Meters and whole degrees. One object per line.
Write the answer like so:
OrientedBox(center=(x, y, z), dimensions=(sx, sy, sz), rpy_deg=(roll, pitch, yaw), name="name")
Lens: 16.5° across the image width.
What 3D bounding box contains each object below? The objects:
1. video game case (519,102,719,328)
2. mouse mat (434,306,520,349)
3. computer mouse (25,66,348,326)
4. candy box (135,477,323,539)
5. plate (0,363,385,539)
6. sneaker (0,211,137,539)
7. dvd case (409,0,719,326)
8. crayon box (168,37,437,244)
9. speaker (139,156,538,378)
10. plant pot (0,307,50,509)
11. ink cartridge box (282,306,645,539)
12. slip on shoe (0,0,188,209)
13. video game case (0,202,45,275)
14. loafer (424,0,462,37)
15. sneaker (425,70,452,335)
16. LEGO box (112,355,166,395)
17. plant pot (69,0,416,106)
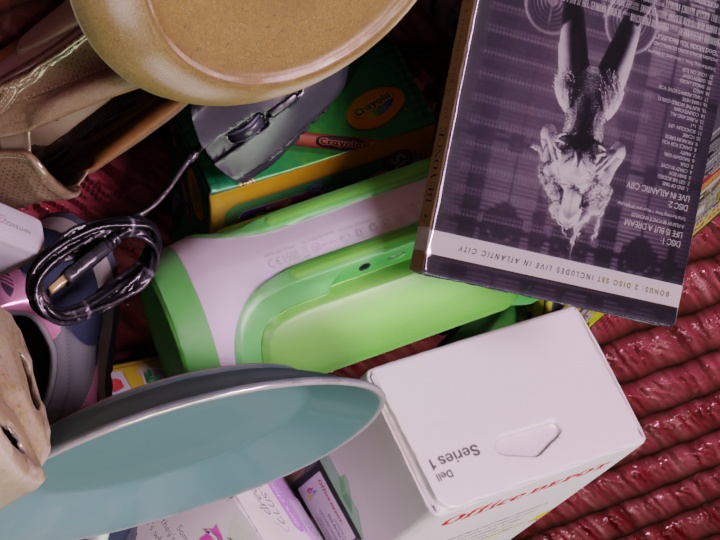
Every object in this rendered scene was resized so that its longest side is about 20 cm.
OrientedBox(center=(0.164, -0.042, 1.329), dimensions=(0.200, 0.026, 0.181), rpy_deg=(-41, 165, -9), name="video game case")
OrientedBox(center=(0.109, 0.003, 1.379), dimensions=(0.161, 0.008, 0.200), rpy_deg=(-44, 166, 3), name="mouse mat")
OrientedBox(center=(-0.073, -0.047, 1.121), dimensions=(0.200, 0.034, 0.059), rpy_deg=(-48, 124, -19), name="computer mouse")
OrientedBox(center=(-0.100, 0.199, 1.259), dimensions=(0.200, 0.168, 0.071), rpy_deg=(-42, 153, 16), name="candy box")
OrientedBox(center=(-0.086, 0.078, 1.118), dimensions=(0.199, 0.026, 0.200), rpy_deg=(-17, 165, -5), name="plate")
OrientedBox(center=(-0.156, 0.077, 1.184), dimensions=(0.082, 0.070, 0.201), rpy_deg=(-37, 130, -51), name="sneaker")
OrientedBox(center=(0.104, -0.084, 1.146), dimensions=(0.148, 0.201, 0.016), rpy_deg=(11, 179, -32), name="dvd case")
OrientedBox(center=(-0.032, -0.021, 1.258), dimensions=(0.118, 0.058, 0.200), rpy_deg=(-18, 150, -15), name="crayon box")
OrientedBox(center=(0.000, 0.000, 1.172), dimensions=(0.199, 0.089, 0.089), rpy_deg=(-19, 150, -13), name="speaker")
OrientedBox(center=(-0.231, 0.059, 0.995), dimensions=(0.183, 0.201, 0.201), rpy_deg=(-23, 151, 5), name="plant pot")
OrientedBox(center=(0.032, 0.110, 1.311), dimensions=(0.144, 0.084, 0.200), rpy_deg=(-16, 162, -35), name="ink cartridge box")
OrientedBox(center=(-0.148, -0.056, 1.105), dimensions=(0.199, 0.061, 0.076), rpy_deg=(-34, 150, 12), name="slip on shoe")
OrientedBox(center=(-0.269, -0.004, 1.076), dimensions=(0.199, 0.024, 0.182), rpy_deg=(-22, 154, 26), name="video game case")
OrientedBox(center=(0.130, -0.139, 1.196), dimensions=(0.199, 0.063, 0.072), rpy_deg=(-14, 149, -22), name="loafer")
OrientedBox(center=(0.074, -0.054, 1.295), dimensions=(0.082, 0.078, 0.200), rpy_deg=(-30, 158, -32), name="sneaker")
OrientedBox(center=(-0.160, 0.128, 1.351), dimensions=(0.199, 0.077, 0.149), rpy_deg=(-11, 146, -38), name="LEGO box")
OrientedBox(center=(-0.029, -0.150, 1.021), dimensions=(0.199, 0.027, 0.201), rpy_deg=(-22, 133, -25), name="plant pot")
